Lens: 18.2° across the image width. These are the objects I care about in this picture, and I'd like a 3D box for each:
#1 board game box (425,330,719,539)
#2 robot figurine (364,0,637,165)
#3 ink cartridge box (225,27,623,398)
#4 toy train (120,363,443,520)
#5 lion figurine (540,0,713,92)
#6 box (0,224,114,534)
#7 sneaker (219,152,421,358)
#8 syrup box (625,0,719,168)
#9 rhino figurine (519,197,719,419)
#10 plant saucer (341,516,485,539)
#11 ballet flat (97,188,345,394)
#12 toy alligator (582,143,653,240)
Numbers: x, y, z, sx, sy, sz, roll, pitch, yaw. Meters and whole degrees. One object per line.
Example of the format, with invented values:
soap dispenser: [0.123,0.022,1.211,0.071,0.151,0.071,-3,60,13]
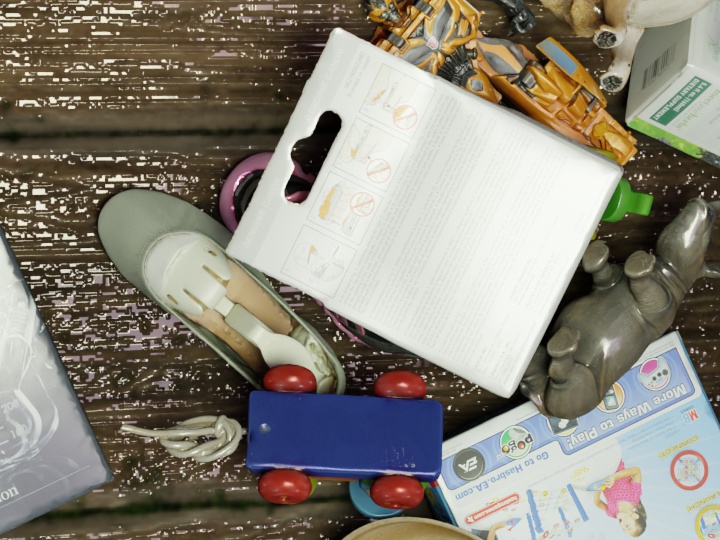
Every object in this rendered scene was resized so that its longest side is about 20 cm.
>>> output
board game box: [0.162,0.171,1.525,0.199,0.056,0.196,-24,90,-12]
robot figurine: [0.082,-0.114,1.483,0.200,0.058,0.145,40,86,-18]
ink cartridge box: [0.040,-0.037,1.397,0.199,0.050,0.161,27,96,1]
toy train: [-0.051,0.117,1.437,0.199,0.116,0.085,3,68,-2]
lion figurine: [0.205,-0.185,1.443,0.199,0.123,0.073,-6,134,18]
box: [-0.283,0.082,1.388,0.199,0.104,0.183,-26,103,-11]
sneaker: [0.000,0.000,1.460,0.200,0.095,0.079,33,87,-19]
syrup box: [0.285,-0.109,1.516,0.199,0.079,0.082,24,55,-17]
rhino figurine: [0.176,0.019,1.482,0.200,0.060,0.088,-42,139,-15]
plant saucer: [0.059,0.248,1.476,0.035,0.200,0.201,-31,111,-54]
ballet flat: [-0.084,0.020,1.454,0.200,0.064,0.067,42,89,-17]
toy alligator: [0.104,-0.060,1.439,0.199,0.054,0.060,14,95,-18]
